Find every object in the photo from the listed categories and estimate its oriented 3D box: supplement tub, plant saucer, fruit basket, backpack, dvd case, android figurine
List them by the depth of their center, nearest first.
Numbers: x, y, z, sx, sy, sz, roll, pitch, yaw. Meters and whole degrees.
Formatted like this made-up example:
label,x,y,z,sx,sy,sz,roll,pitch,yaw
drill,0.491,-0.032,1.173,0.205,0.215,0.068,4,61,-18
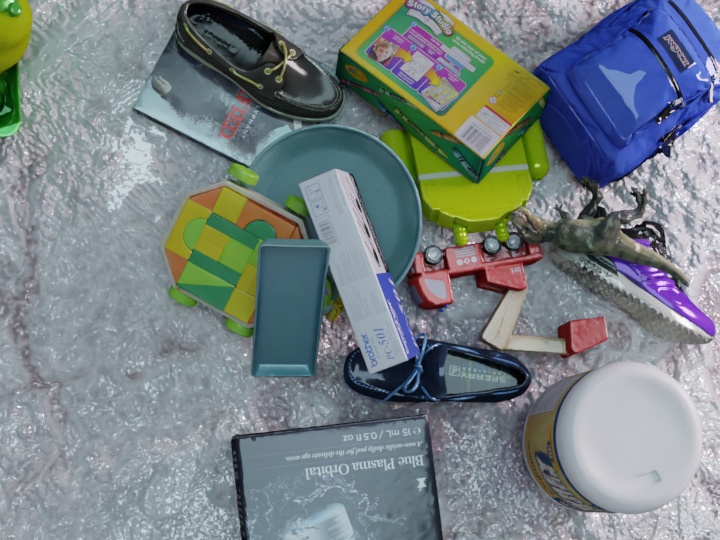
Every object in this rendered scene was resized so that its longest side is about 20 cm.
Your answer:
label,x,y,z,sx,sy,sz,roll,pitch,yaw
fruit basket,-0.399,-0.231,1.348,0.155,0.216,0.217,-3,81,-8
plant saucer,-0.072,0.039,1.366,0.069,0.201,0.019,1,46,-6
supplement tub,0.246,0.172,1.370,0.144,0.200,0.146,1,80,-7
plant saucer,-0.033,-0.054,1.431,0.199,0.036,0.201,0,95,3
backpack,0.306,-0.203,1.458,0.200,0.168,0.163,-34,93,-15
android figurine,0.115,-0.121,1.461,0.181,0.041,0.201,-8,68,-9
dvd case,-0.126,-0.190,1.469,0.199,0.022,0.147,28,79,-4

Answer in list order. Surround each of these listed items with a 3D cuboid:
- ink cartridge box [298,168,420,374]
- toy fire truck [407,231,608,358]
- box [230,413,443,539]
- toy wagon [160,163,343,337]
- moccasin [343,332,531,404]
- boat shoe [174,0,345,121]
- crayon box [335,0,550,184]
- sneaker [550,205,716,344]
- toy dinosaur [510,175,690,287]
label,x,y,z,sx,sy,sz,roll,pitch,yaw
ink cartridge box,0.000,0.000,1.359,0.044,0.094,0.201,-21,87,10
toy fire truck,0.155,0.033,1.457,0.199,0.049,0.142,-10,82,-9
box,-0.022,0.255,1.365,0.196,0.117,0.201,-6,83,-9
toy wagon,-0.104,-0.009,1.401,0.199,0.040,0.156,28,100,4
moccasin,0.082,0.100,1.426,0.199,0.068,0.081,-1,81,-6
boat shoe,-0.106,-0.222,1.435,0.200,0.061,0.072,28,79,-3
crayon box,0.086,-0.201,1.442,0.200,0.058,0.119,39,68,13
sneaker,0.314,-0.002,1.474,0.200,0.070,0.100,33,76,-2
toy dinosaur,0.259,-0.050,1.431,0.199,0.047,0.089,16,80,3
